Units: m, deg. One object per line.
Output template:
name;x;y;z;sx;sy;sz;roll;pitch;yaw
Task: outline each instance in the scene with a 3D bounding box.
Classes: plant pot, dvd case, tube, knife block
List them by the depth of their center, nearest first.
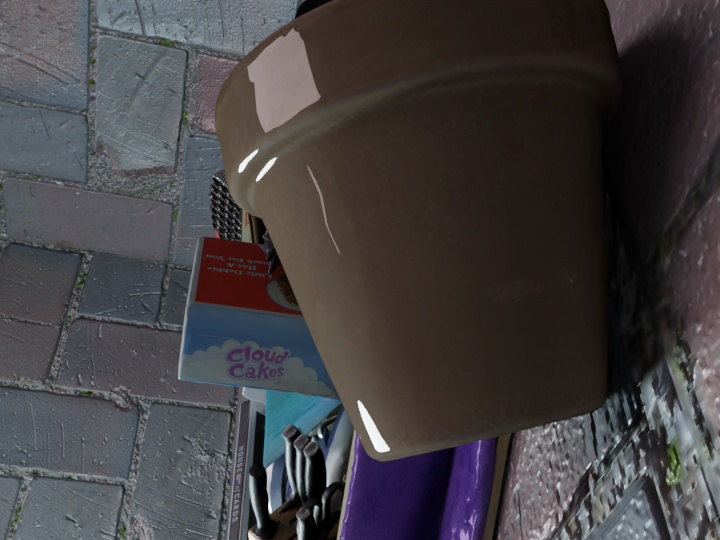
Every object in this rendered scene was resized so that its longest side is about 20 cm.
plant pot;0.042;-0.011;0.403;0.200;0.196;0.179;130;128;-71
knife block;-0.049;0.217;0.668;0.178;0.063;0.199;61;146;3
tube;-0.056;0.112;0.746;0.077;0.050;0.200;-44;9;0
dvd case;-0.077;0.255;0.906;0.024;0.150;0.203;-26;45;30

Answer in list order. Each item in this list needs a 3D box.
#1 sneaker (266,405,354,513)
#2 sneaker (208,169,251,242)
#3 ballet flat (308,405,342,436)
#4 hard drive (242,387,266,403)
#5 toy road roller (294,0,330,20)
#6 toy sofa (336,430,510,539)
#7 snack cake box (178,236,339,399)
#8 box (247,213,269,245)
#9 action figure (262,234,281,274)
sneaker;-0.038;0.165;0.761;0.146;0.079;0.204;32;123;43
sneaker;-0.118;-0.030;0.959;0.070;0.092;0.203;33;132;33
ballet flat;-0.023;0.136;0.842;0.073;0.070;0.203;-95;18;-52
hard drive;-0.070;0.092;0.989;0.201;0.129;0.026;-101;33;-60
toy road roller;0.027;-0.193;0.794;0.197;0.146;0.125;-23;43;34
toy sofa;0.034;0.135;0.530;0.098;0.081;0.205;-142;61;-79
snack cake box;-0.039;0.040;0.678;0.116;0.195;0.068;-100;21;-60
box;-0.059;-0.015;0.853;0.200;0.021;0.168;-40;-56;-71
action figure;0.003;-0.029;0.643;0.119;0.103;0.199;-47;18;-30
